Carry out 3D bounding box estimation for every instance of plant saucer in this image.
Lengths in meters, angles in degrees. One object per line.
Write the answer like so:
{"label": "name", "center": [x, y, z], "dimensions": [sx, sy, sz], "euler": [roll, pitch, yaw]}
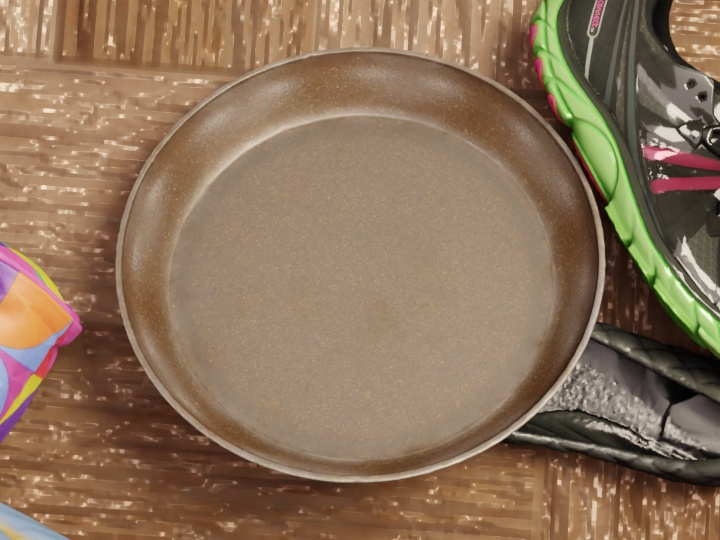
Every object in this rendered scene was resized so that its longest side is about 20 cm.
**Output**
{"label": "plant saucer", "center": [0.000, 0.000, 0.958], "dimensions": [0.198, 0.032, 0.202], "euler": [-1, 60, 1]}

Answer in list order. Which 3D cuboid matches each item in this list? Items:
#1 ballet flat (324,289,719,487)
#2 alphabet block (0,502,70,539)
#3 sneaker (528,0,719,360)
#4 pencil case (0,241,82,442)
{"label": "ballet flat", "center": [0.081, 0.044, 0.968], "dimensions": [0.198, 0.057, 0.067], "euler": [11, 83, 1]}
{"label": "alphabet block", "center": [-0.150, 0.204, 0.840], "dimensions": [0.194, 0.196, 0.201], "euler": [25, 91, 24]}
{"label": "sneaker", "center": [0.142, -0.039, 0.962], "dimensions": [0.083, 0.077, 0.201], "euler": [-30, 82, 13]}
{"label": "pencil case", "center": [-0.200, 0.072, 0.948], "dimensions": [0.088, 0.088, 0.200], "euler": [37, 82, 3]}
